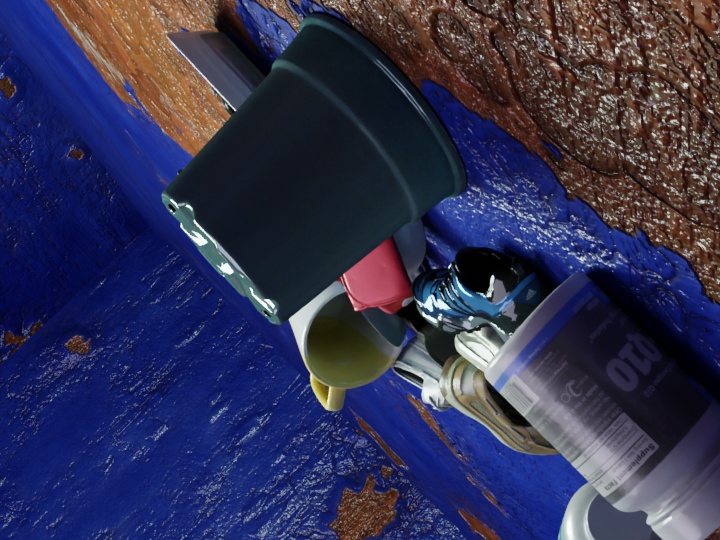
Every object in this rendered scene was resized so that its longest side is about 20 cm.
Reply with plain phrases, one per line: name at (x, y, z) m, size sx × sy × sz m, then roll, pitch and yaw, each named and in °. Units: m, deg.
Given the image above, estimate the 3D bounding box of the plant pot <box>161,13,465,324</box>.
plant pot at (-0.049, -0.074, 0.987) m, size 0.200 × 0.196 × 0.200 m, roll 45°, pitch 170°, yaw 10°

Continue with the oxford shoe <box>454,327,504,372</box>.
oxford shoe at (0.163, 0.084, 1.109) m, size 0.075 × 0.058 × 0.199 m, roll 1°, pitch -159°, yaw -37°

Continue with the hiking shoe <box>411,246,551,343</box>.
hiking shoe at (0.106, 0.010, 1.058) m, size 0.199 × 0.074 × 0.087 m, roll 10°, pitch 136°, yaw 57°

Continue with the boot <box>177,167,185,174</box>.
boot at (-0.146, -0.104, 1.370) m, size 0.152 × 0.074 × 0.204 m, roll 2°, pitch 155°, yaw 7°

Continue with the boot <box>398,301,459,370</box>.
boot at (0.132, 0.112, 1.337) m, size 0.175 × 0.069 × 0.200 m, roll 52°, pitch 179°, yaw -28°

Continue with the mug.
mug at (-0.045, 0.076, 1.618) m, size 0.149 × 0.187 × 0.153 m, roll 35°, pitch -175°, yaw -31°

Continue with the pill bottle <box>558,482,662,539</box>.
pill bottle at (0.274, 0.289, 1.278) m, size 0.111 × 0.111 × 0.200 m, roll 43°, pitch 169°, yaw 19°

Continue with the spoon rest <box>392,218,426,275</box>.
spoon rest at (-0.020, -0.037, 1.207) m, size 0.198 × 0.061 × 0.101 m, roll -2°, pitch 109°, yaw 30°

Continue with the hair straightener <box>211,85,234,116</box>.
hair straightener at (-0.135, -0.168, 1.400) m, size 0.077 × 0.041 × 0.200 m, roll 40°, pitch 173°, yaw 35°

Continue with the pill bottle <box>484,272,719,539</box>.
pill bottle at (0.201, 0.108, 0.891) m, size 0.200 × 0.114 × 0.114 m, roll 44°, pitch 170°, yaw 11°

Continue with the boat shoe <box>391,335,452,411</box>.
boat shoe at (0.108, 0.150, 1.544) m, size 0.200 × 0.068 × 0.072 m, roll 36°, pitch 166°, yaw 46°

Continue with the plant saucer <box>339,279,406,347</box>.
plant saucer at (0.000, 0.000, 1.391) m, size 0.201 × 0.027 × 0.200 m, roll 55°, pitch -172°, yaw -12°

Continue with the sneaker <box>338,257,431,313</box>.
sneaker at (-0.017, -0.030, 1.272) m, size 0.200 × 0.085 × 0.077 m, roll 43°, pitch -166°, yaw 24°

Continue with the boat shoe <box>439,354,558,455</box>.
boat shoe at (0.169, 0.146, 1.203) m, size 0.199 × 0.073 × 0.076 m, roll 26°, pitch 166°, yaw -37°

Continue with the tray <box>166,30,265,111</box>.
tray at (-0.107, -0.181, 1.215) m, size 0.200 × 0.022 × 0.107 m, roll 47°, pitch -160°, yaw 2°

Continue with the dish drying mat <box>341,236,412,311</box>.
dish drying mat at (-0.014, -0.058, 1.147) m, size 0.076 × 0.018 × 0.202 m, roll -16°, pitch 101°, yaw 34°
